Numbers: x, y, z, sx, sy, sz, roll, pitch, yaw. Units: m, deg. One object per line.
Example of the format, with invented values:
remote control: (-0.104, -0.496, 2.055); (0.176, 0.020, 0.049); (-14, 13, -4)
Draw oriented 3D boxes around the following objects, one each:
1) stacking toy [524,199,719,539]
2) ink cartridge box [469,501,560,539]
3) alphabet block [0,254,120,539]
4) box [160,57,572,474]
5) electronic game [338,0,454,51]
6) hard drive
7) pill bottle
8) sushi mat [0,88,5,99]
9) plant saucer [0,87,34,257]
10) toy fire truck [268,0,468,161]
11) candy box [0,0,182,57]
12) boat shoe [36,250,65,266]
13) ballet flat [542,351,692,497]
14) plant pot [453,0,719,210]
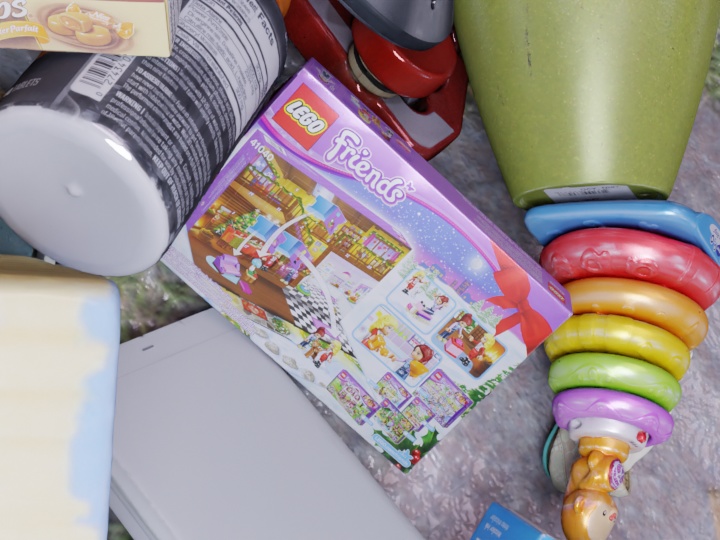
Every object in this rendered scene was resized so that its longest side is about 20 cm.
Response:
stacking toy: (0.146, 0.064, 0.788); (0.116, 0.110, 0.200); (43, 54, -52)
ink cartridge box: (0.074, 0.240, 0.715); (0.116, 0.067, 0.200); (33, 85, -19)
alphabet block: (-0.223, 0.086, 0.560); (0.200, 0.196, 0.196); (2, 91, -25)
box: (0.000, 0.000, 0.760); (0.200, 0.137, 0.039); (42, 17, -8)
electronic game: (-0.011, -0.209, 0.748); (0.200, 0.042, 0.200); (43, 30, -32)
hard drive: (-0.061, 0.113, 0.711); (0.132, 0.026, 0.200); (-23, 62, -43)
pill bottle: (-0.103, -0.099, 0.701); (0.106, 0.106, 0.200); (35, 48, -9)
sushi mat: (-0.221, -0.096, 0.645); (0.096, 0.200, 0.012); (42, 99, -3)
plant saucer: (-0.269, -0.040, 0.710); (0.201, 0.039, 0.202); (10, 66, -23)
toy fire truck: (0.000, -0.162, 0.862); (0.200, 0.112, 0.168); (51, 39, 0)
candy box: (-0.138, -0.193, 0.667); (0.115, 0.055, 0.200); (3, 52, 0)
boat shoe: (-0.137, -0.050, 0.761); (0.062, 0.073, 0.200); (18, 58, -15)
ballet flat: (0.181, 0.063, 0.872); (0.067, 0.062, 0.200); (54, 54, -41)
plant pot: (0.135, -0.140, 0.821); (0.187, 0.187, 0.201); (5, 80, -24)
